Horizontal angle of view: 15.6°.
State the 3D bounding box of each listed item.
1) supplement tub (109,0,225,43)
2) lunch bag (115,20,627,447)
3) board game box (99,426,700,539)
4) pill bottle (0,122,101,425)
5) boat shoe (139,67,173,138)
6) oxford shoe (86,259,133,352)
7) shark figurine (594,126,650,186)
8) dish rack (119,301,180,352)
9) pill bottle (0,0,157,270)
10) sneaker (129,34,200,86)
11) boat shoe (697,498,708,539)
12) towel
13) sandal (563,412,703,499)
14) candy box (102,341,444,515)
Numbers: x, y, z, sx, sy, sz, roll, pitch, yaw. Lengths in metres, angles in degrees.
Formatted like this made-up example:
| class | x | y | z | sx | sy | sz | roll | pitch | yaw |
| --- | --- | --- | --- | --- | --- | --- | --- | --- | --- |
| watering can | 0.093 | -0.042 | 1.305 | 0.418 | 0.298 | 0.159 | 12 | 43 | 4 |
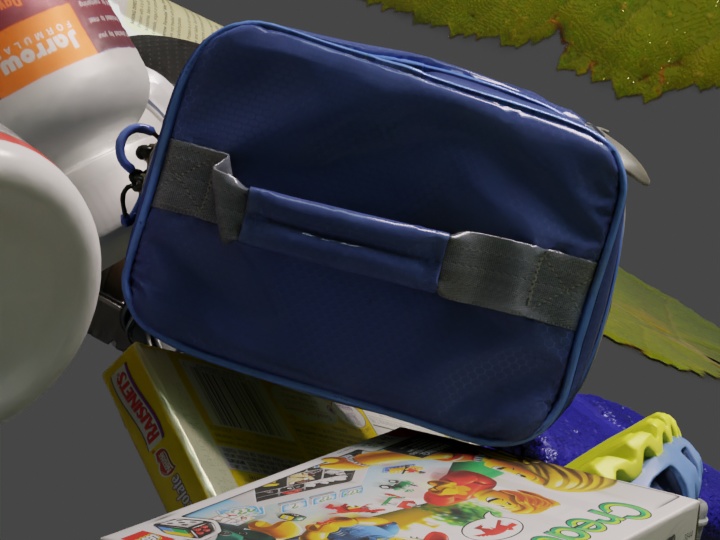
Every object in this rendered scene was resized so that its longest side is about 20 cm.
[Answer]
| class | x | y | z | sx | sy | sz | roll | pitch | yaw |
| --- | --- | --- | --- | --- | --- | --- | --- | --- | --- |
| supplement tub | -0.125 | -0.081 | 1.460 | 0.200 | 0.145 | 0.145 | 24 | 8 | -21 |
| lunch bag | 0.002 | -0.017 | 1.008 | 0.200 | 0.136 | 0.132 | 16 | 0 | 3 |
| board game box | 0.018 | 0.099 | 0.886 | 0.126 | 0.035 | 0.200 | 12 | 13 | 28 |
| pill bottle | -0.191 | -0.026 | 0.979 | 0.116 | 0.116 | 0.200 | 21 | 9 | -41 |
| boat shoe | -0.088 | -0.012 | 1.336 | 0.074 | 0.065 | 0.200 | -16 | -58 | 41 |
| oxford shoe | -0.047 | 0.020 | 1.288 | 0.200 | 0.085 | 0.073 | 23 | 4 | -45 |
| shark figurine | 0.045 | -0.006 | 1.329 | 0.128 | 0.215 | 0.089 | 30 | -12 | -13 |
| dish rack | 0.000 | 0.000 | 1.170 | 0.153 | 0.200 | 0.055 | 14 | 43 | -28 |
| pill bottle | -0.156 | -0.093 | 1.099 | 0.200 | 0.109 | 0.110 | 59 | 12 | 5 |
| sneaker | -0.052 | -0.042 | 1.377 | 0.201 | 0.108 | 0.067 | 21 | 30 | -9 |
| boat shoe | 0.056 | 0.097 | 1.182 | 0.202 | 0.065 | 0.074 | 23 | 7 | 0 |
| towel | 0.124 | 0.098 | 1.486 | 0.200 | 0.050 | 0.148 | 20 | 10 | -44 |
| sandal | 0.101 | 0.123 | 1.067 | 0.087 | 0.079 | 0.200 | 53 | 28 | -1 |
| candy box | -0.011 | 0.089 | 1.039 | 0.200 | 0.026 | 0.102 | 18 | 37 | -50 |
